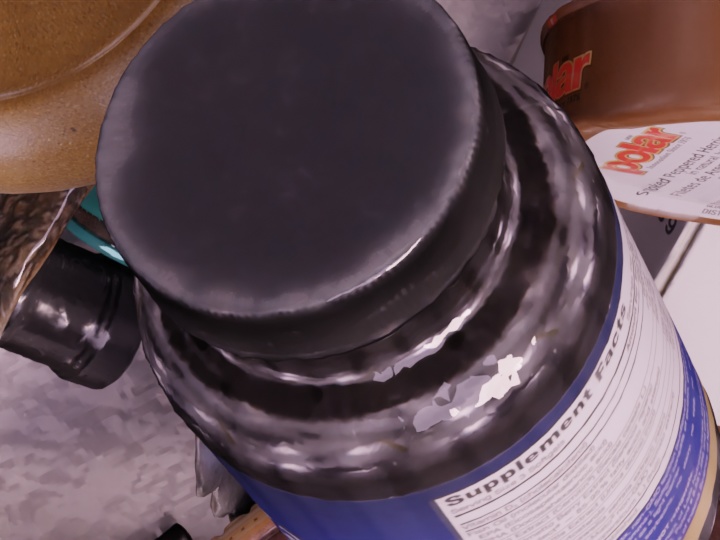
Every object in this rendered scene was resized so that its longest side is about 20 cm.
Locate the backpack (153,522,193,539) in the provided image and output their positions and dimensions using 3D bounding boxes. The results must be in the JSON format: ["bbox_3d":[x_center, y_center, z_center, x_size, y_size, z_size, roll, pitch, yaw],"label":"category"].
[{"bbox_3d":[-0.005,0.198,0.884,0.190,0.154,0.200,8,97,6],"label":"backpack"}]

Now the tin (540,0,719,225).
[{"bbox_3d":[0.141,-0.034,0.694,0.200,0.042,0.112,7,163,-12],"label":"tin"}]

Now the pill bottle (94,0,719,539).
[{"bbox_3d":[0.014,0.015,0.665,0.112,0.112,0.200,-29,148,3],"label":"pill bottle"}]

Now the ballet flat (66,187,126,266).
[{"bbox_3d":[0.000,0.000,0.867,0.200,0.067,0.070,32,99,-32],"label":"ballet flat"}]

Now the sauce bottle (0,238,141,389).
[{"bbox_3d":[-0.152,-0.018,0.810,0.200,0.066,0.066,22,114,-27],"label":"sauce bottle"}]

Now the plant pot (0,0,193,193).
[{"bbox_3d":[-0.093,-0.117,0.671,0.200,0.027,0.200,3,99,22],"label":"plant pot"}]

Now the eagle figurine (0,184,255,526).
[{"bbox_3d":[-0.052,-0.040,0.752,0.151,0.152,0.200,-30,159,-48],"label":"eagle figurine"}]

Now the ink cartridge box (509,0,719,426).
[{"bbox_3d":[0.151,-0.014,0.852,0.200,0.146,0.084,14,120,-23],"label":"ink cartridge box"}]

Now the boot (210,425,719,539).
[{"bbox_3d":[0.054,0.121,0.778,0.200,0.167,0.072,-20,145,-6],"label":"boot"}]
